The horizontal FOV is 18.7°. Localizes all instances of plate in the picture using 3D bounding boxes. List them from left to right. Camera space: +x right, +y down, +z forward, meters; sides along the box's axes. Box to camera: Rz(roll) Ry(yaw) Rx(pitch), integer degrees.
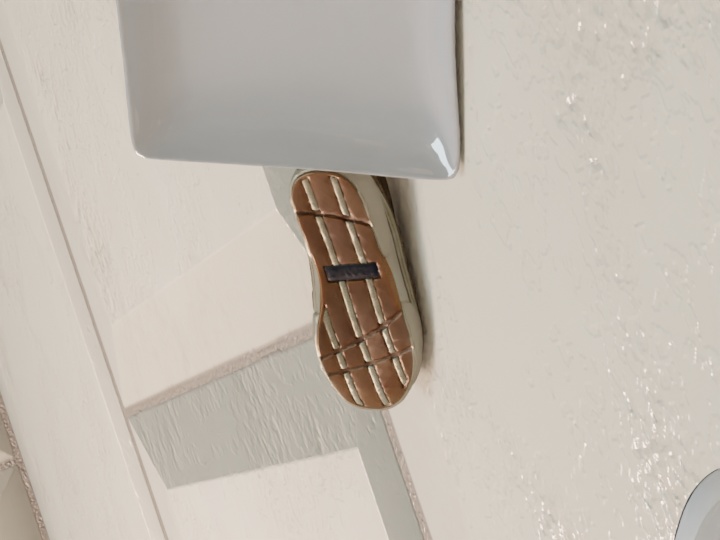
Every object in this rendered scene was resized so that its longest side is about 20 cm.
[{"bbox_3d":[-0.041,-0.144,1.245,0.032,0.198,0.201,-74,-14,-48],"label":"plate"}]

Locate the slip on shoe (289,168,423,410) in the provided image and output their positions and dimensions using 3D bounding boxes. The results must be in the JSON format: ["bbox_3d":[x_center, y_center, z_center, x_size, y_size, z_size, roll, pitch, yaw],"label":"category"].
[{"bbox_3d":[0.000,0.000,1.433,0.061,0.076,0.201,-66,-33,-51],"label":"slip on shoe"}]

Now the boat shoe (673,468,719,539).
[{"bbox_3d":[0.171,0.161,1.056,0.068,0.071,0.201,50,159,47],"label":"boat shoe"}]

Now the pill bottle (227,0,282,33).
[{"bbox_3d":[-0.055,-0.211,1.289,0.114,0.114,0.201,-127,25,-45],"label":"pill bottle"}]
